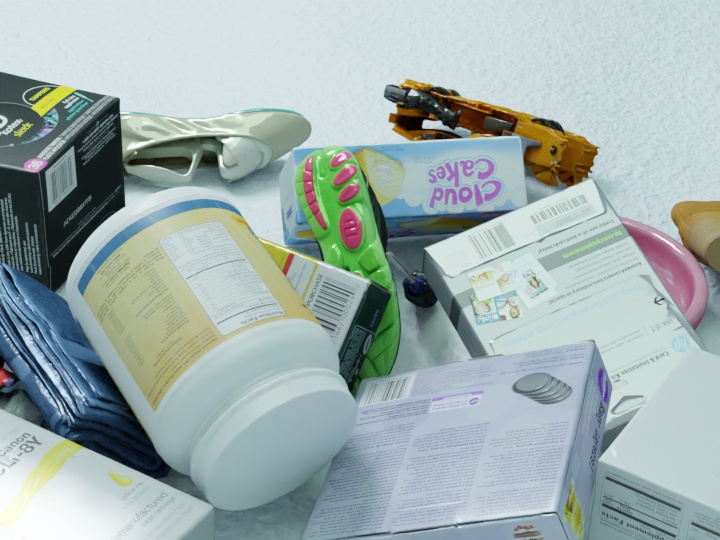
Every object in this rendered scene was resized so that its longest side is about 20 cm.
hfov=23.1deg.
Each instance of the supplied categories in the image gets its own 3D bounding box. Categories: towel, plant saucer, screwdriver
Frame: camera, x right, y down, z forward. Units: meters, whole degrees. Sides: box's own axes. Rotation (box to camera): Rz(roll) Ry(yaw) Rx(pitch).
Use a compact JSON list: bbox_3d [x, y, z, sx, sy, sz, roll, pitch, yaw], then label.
[{"bbox_3d":[-0.214,0.075,1.324,0.112,0.049,0.200,33,8,-46],"label":"towel"},{"bbox_3d":[0.187,0.022,1.469,0.200,0.051,0.201,1,34,-1],"label":"plant saucer"},{"bbox_3d":[0.037,0.009,1.399,0.028,0.029,0.200,17,-2,13],"label":"screwdriver"}]

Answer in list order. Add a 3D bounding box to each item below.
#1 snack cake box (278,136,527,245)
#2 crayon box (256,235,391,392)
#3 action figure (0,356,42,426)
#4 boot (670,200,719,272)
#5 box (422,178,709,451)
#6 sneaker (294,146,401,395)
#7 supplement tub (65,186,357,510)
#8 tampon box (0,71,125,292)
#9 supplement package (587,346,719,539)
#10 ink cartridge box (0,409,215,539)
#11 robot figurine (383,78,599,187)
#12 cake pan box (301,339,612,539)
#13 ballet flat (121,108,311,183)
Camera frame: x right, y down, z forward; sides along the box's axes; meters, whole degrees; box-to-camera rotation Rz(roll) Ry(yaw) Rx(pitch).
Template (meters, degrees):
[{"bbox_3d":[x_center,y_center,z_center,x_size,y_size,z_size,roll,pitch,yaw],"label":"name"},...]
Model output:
[{"bbox_3d":[0.034,-0.069,1.530,0.199,0.068,0.115,-4,-9,-9],"label":"snack cake box"},{"bbox_3d":[-0.089,0.037,1.366,0.199,0.127,0.051,22,-3,26],"label":"crayon box"},{"bbox_3d":[-0.326,0.091,1.332,0.193,0.105,0.200,14,6,6],"label":"action figure"},{"bbox_3d":[0.370,-0.013,1.521,0.200,0.071,0.144,19,16,-4],"label":"boot"},{"bbox_3d":[0.161,0.040,1.361,0.155,0.041,0.200,-23,61,-13],"label":"box"},{"bbox_3d":[0.000,0.000,1.411,0.076,0.201,0.084,-11,-14,20],"label":"sneaker"},{"bbox_3d":[-0.105,0.054,1.252,0.144,0.145,0.200,-19,56,-29],"label":"supplement tub"},{"bbox_3d":[-0.325,-0.085,1.527,0.199,0.127,0.150,13,35,16],"label":"tampon box"},{"bbox_3d":[0.279,0.166,1.208,0.199,0.111,0.156,22,39,25],"label":"supplement package"},{"bbox_3d":[-0.217,0.188,1.171,0.199,0.084,0.145,20,38,24],"label":"ink cartridge box"},{"bbox_3d":[0.115,-0.131,1.657,0.199,0.058,0.145,20,8,25],"label":"robot figurine"},{"bbox_3d":[0.066,0.135,1.233,0.199,0.052,0.184,-12,30,22],"label":"cake pan box"},{"bbox_3d":[-0.144,-0.110,1.644,0.199,0.070,0.070,-2,34,-3],"label":"ballet flat"}]
